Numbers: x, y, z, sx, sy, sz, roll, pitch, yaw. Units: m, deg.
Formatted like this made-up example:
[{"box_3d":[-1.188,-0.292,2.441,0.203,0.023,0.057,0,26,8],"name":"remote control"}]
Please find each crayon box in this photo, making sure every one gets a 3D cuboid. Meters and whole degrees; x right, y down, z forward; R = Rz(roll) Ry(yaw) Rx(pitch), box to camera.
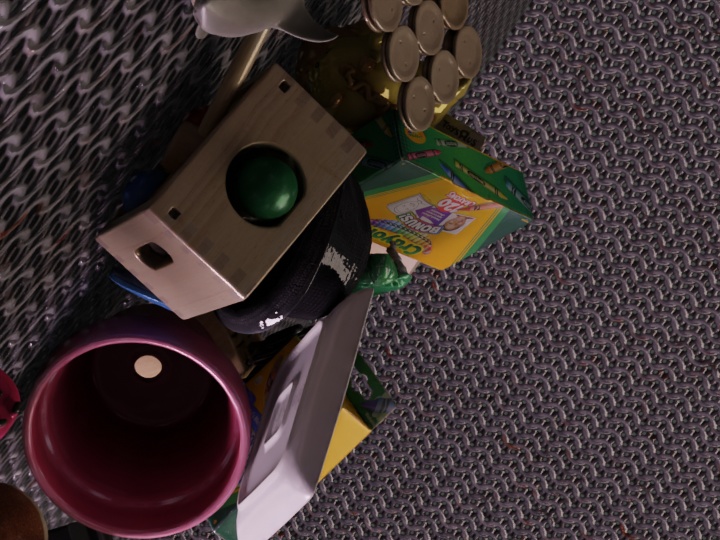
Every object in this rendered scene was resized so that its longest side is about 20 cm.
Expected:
[{"box_3d":[0.054,-0.073,1.659,0.119,0.058,0.200,-29,147,33],"name":"crayon box"},{"box_3d":[-0.074,0.151,1.662,0.200,0.052,0.126,-44,-142,5],"name":"crayon box"}]

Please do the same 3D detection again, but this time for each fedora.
[{"box_3d":[-0.050,-0.031,1.537,0.200,0.092,0.201,-28,-130,39],"name":"fedora"}]

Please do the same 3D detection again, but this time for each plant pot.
[{"box_3d":[-0.197,0.119,1.624,0.200,0.200,0.179,-54,-168,15],"name":"plant pot"}]

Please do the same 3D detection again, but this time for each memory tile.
[{"box_3d":[0.048,-0.236,1.561,0.017,0.200,0.153,1,-145,34],"name":"memory tile"}]

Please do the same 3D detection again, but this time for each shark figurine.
[{"box_3d":[-0.038,-0.209,1.247,0.215,0.089,0.128,-49,176,-25],"name":"shark figurine"}]

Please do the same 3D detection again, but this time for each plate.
[{"box_3d":[-0.056,0.128,1.519,0.200,0.032,0.200,131,-21,-59],"name":"plate"}]

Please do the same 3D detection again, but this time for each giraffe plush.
[{"box_3d":[0.000,-0.167,1.653,0.162,0.200,0.173,19,87,-59],"name":"giraffe plush"}]

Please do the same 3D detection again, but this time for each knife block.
[{"box_3d":[-0.148,0.059,1.756,0.064,0.200,0.176,-43,154,-66],"name":"knife block"}]

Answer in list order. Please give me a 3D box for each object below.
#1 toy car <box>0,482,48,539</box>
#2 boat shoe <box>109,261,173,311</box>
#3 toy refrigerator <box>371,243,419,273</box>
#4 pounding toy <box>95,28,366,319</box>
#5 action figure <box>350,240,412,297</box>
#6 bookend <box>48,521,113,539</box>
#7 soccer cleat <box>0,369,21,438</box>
[{"box_3d":[-0.326,0.232,1.305,0.158,0.164,0.200,-54,166,6],"name":"toy car"},{"box_3d":[-0.176,-0.014,1.536,0.069,0.084,0.200,-61,-168,4],"name":"boat shoe"},{"box_3d":[-0.009,-0.081,1.852,0.076,0.200,0.070,-48,174,-41],"name":"toy refrigerator"},{"box_3d":[-0.102,-0.085,1.360,0.184,0.142,0.200,-51,-167,-20],"name":"pounding toy"},{"box_3d":[0.000,0.000,1.623,0.200,0.118,0.055,180,-91,-77],"name":"action figure"},{"box_3d":[-0.320,0.288,1.542,0.200,0.092,0.199,-17,175,-1],"name":"bookend"},{"box_3d":[-0.308,0.119,1.195,0.086,0.070,0.200,-37,-179,27],"name":"soccer cleat"}]
